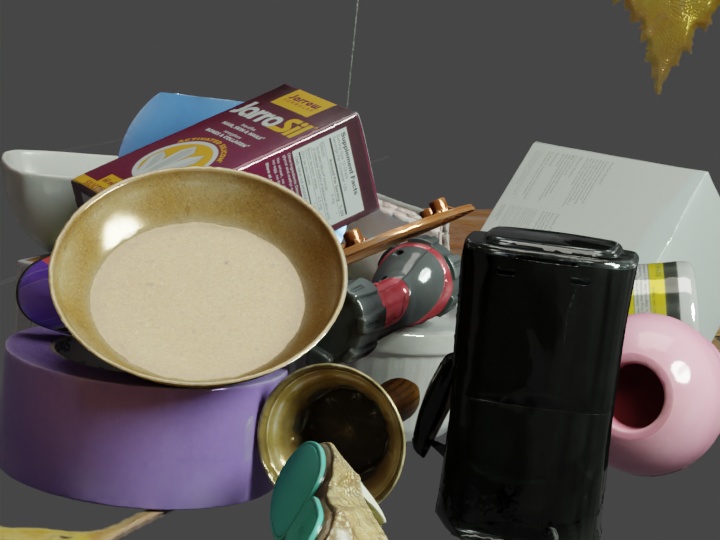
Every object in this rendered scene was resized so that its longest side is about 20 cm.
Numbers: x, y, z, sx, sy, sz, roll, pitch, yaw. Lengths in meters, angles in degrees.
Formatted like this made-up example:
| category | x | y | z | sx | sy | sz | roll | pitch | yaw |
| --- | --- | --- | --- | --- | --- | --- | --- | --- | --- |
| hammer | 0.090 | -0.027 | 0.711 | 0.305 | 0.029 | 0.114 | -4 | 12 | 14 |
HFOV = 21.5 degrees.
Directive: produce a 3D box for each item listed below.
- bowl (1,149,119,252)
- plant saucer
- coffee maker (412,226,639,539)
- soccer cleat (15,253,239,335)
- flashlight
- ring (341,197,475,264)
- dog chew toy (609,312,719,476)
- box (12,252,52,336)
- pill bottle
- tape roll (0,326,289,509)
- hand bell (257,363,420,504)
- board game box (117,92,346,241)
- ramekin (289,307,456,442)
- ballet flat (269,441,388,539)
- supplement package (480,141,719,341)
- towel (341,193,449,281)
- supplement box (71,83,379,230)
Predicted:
| category | x | y | z | sx | sy | sz | roll | pitch | yaw |
| --- | --- | --- | --- | --- | --- | --- | --- | --- | --- |
| bowl | -0.217 | -0.058 | 1.673 | 0.199 | 0.075 | 0.200 | 2 | 8 | -13 |
| plant saucer | -0.109 | 0.011 | 1.277 | 0.199 | 0.036 | 0.201 | 3 | 47 | -3 |
| coffee maker | 0.123 | 0.078 | 1.265 | 0.134 | 0.201 | 0.192 | 3 | 10 | -14 |
| soccer cleat | -0.141 | 0.025 | 1.321 | 0.199 | 0.069 | 0.073 | 8 | 11 | -6 |
| flashlight | 0.018 | 0.019 | 1.383 | 0.068 | 0.068 | 0.200 | -18 | 1 | 21 |
| ring | -0.008 | -0.017 | 1.444 | 0.200 | 0.019 | 0.200 | -22 | -2 | -1 |
| dog chew toy | 0.238 | 0.096 | 1.499 | 0.124 | 0.125 | 0.200 | 10 | 3 | 23 |
| box | -0.176 | 0.038 | 1.635 | 0.176 | 0.097 | 0.200 | 7 | 8 | 17 |
| pill bottle | 0.193 | 0.055 | 1.647 | 0.199 | 0.115 | 0.114 | -4 | 8 | 8 |
| tape roll | -0.152 | 0.098 | 1.328 | 0.199 | 0.085 | 0.200 | 5 | 9 | -1 |
| hand bell | 0.009 | 0.105 | 1.349 | 0.104 | 0.105 | 0.200 | 9 | 8 | 16 |
| board game box | -0.109 | -0.061 | 1.581 | 0.199 | 0.159 | 0.039 | 5 | -17 | -17 |
| ramekin | 0.000 | 0.074 | 1.533 | 0.201 | 0.095 | 0.202 | 5 | 10 | -1 |
| ballet flat | -0.016 | 0.160 | 1.162 | 0.065 | 0.071 | 0.200 | 32 | 9 | -10 |
| supplement package | 0.239 | -0.008 | 1.828 | 0.199 | 0.152 | 0.151 | 14 | -29 | 39 |
| towel | 0.000 | 0.000 | 1.670 | 0.199 | 0.192 | 0.032 | 22 | 48 | 29 |
| supplement box | -0.101 | -0.058 | 1.438 | 0.199 | 0.086 | 0.110 | -27 | 30 | -26 |
